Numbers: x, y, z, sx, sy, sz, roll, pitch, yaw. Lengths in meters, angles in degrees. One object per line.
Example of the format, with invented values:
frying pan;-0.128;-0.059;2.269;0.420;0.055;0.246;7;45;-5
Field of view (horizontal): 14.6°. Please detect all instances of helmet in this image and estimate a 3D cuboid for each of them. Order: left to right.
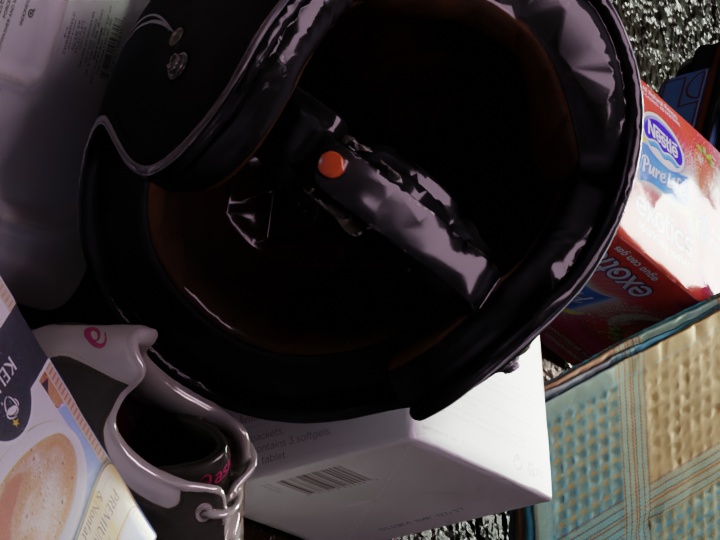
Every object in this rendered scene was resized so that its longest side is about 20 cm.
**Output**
helmet;-0.003;-0.043;1.007;0.199;0.191;0.202;1;88;-19

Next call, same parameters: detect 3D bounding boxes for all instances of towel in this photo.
towel;0.137;0.095;1.339;0.199;0.022;0.148;-24;120;-42

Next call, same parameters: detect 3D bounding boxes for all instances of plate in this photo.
plate;-0.133;-0.096;1.001;0.200;0.032;0.201;20;84;-54

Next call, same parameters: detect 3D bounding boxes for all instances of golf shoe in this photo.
golf shoe;-0.071;0.099;1.036;0.200;0.088;0.077;53;35;-33

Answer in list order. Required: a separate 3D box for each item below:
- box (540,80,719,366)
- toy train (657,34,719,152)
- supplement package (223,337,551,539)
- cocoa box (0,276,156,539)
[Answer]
box;0.099;-0.038;1.363;0.200;0.095;0.100;35;49;-47
toy train;0.201;-0.059;1.519;0.087;0.114;0.201;56;36;-33
supplement package;0.000;0.000;1.169;0.109;0.113;0.201;27;53;-52
cocoa box;-0.174;0.103;0.821;0.132;0.133;0.200;60;34;-23
